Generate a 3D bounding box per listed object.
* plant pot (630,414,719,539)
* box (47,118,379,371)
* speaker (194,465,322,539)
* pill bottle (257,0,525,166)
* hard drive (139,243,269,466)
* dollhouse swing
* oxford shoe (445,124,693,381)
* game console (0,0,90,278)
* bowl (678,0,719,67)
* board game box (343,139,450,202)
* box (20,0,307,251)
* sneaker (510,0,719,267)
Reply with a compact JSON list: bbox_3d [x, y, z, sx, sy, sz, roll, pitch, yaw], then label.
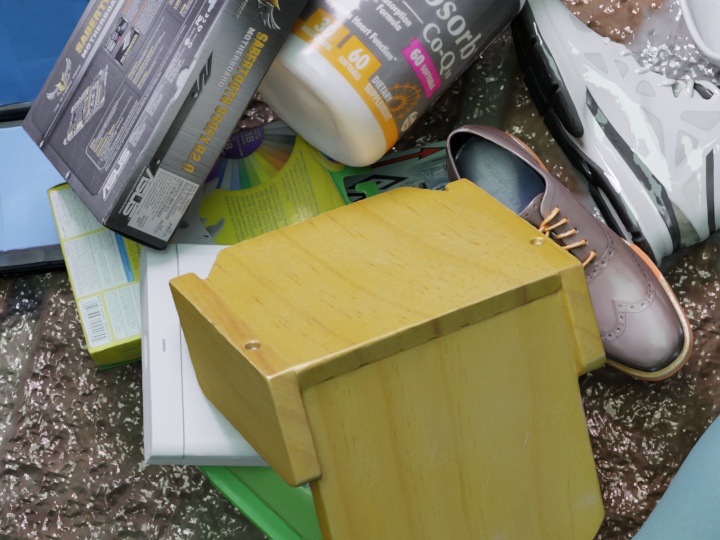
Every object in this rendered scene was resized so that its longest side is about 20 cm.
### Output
[{"bbox_3d":[0.255,0.157,1.322,0.188,0.200,0.200,-40,72,8],"label":"plant pot"},{"bbox_3d":[-0.084,-0.023,1.463,0.200,0.048,0.117,-17,72,1],"label":"box"},{"bbox_3d":[-0.031,0.125,1.414,0.200,0.088,0.088,42,85,7],"label":"speaker"},{"bbox_3d":[0.028,-0.168,1.423,0.116,0.116,0.200,39,76,17],"label":"pill bottle"},{"bbox_3d":[-0.029,0.051,1.384,0.200,0.027,0.132,2,68,-15],"label":"hard drive"},{"bbox_3d":[0.023,0.079,1.353,0.200,0.176,0.182,-21,34,-22],"label":"dollhouse swing"},{"bbox_3d":[0.119,-0.010,1.412,0.071,0.073,0.200,-47,71,6],"label":"oxford shoe"},{"bbox_3d":[-0.236,-0.092,1.505,0.200,0.119,0.172,-7,73,8],"label":"game console"},{"bbox_3d":[0.292,-0.218,1.475,0.200,0.075,0.200,-9,72,7],"label":"bowl"},{"bbox_3d":[0.000,0.000,1.487,0.200,0.029,0.135,-15,72,5],"label":"board game box"},{"bbox_3d":[-0.115,-0.133,1.394,0.200,0.048,0.158,-60,34,10],"label":"box"},{"bbox_3d":[0.180,-0.110,1.474,0.115,0.076,0.201,-27,80,-8],"label":"sneaker"}]
